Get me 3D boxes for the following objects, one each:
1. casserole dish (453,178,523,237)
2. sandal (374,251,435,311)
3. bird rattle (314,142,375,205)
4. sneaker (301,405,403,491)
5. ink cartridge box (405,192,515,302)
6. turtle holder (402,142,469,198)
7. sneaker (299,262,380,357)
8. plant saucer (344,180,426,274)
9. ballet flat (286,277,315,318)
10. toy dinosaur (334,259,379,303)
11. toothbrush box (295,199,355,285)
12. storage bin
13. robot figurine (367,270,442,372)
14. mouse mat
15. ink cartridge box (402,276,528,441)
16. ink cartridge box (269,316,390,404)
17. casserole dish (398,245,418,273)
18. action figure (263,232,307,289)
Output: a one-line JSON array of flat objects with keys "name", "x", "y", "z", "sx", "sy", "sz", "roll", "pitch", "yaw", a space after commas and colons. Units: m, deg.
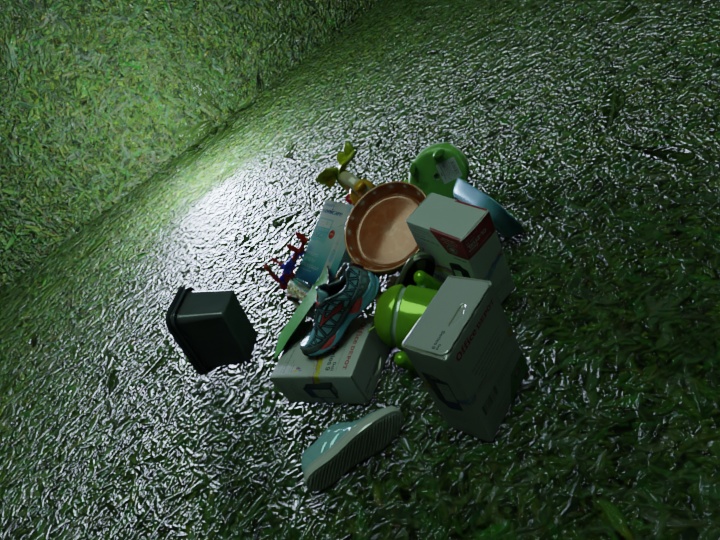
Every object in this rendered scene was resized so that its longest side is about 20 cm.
[{"name": "casserole dish", "x": 0.264, "y": -0.130, "z": 1.155, "sx": 0.039, "sy": 0.120, "sz": 0.200, "roll": -51, "pitch": 33, "yaw": 9}, {"name": "sandal", "x": 0.088, "y": 0.026, "z": 1.073, "sx": 0.078, "sy": 0.202, "sz": 0.058, "roll": 2, "pitch": 49, "yaw": -27}, {"name": "bird rattle", "x": -0.008, "y": -0.177, "z": 1.253, "sx": 0.112, "sy": 0.201, "sz": 0.163, "roll": -42, "pitch": 43, "yaw": -5}, {"name": "sneaker", "x": -0.022, "y": 0.279, "z": 0.920, "sx": 0.198, "sy": 0.075, "sz": 0.082, "roll": -33, "pitch": 37, "yaw": -3}, {"name": "ink cartridge box", "x": 0.189, "y": -0.030, "z": 1.015, "sx": 0.083, "sy": 0.202, "sz": 0.145, "roll": -45, "pitch": 40, "yaw": -17}, {"name": "turtle holder", "x": 0.188, "y": -0.231, "z": 1.350, "sx": 0.187, "sy": 0.139, "sz": 0.132, "roll": -57, "pitch": 0, "yaw": 31}, {"name": "sneaker", "x": -0.057, "y": 0.067, "z": 1.010, "sx": 0.201, "sy": 0.095, "sz": 0.079, "roll": -50, "pitch": 24, "yaw": 5}, {"name": "plant saucer", "x": 0.059, "y": -0.087, "z": 1.117, "sx": 0.196, "sy": 0.032, "sz": 0.205, "roll": -12, "pitch": 64, "yaw": 24}, {"name": "ballet flat", "x": -0.116, "y": 0.074, "z": 1.266, "sx": 0.199, "sy": 0.075, "sz": 0.065, "roll": 27, "pitch": 95, "yaw": 56}, {"name": "toy dinosaur", "x": 0.000, "y": 0.000, "z": 1.171, "sx": 0.085, "sy": 0.134, "sz": 0.204, "roll": 1, "pitch": 66, "yaw": 54}, {"name": "toothbrush box", "x": -0.050, "y": -0.049, "z": 1.266, "sx": 0.145, "sy": 0.085, "sz": 0.204, "roll": 20, "pitch": 85, "yaw": 49}, {"name": "storage bin", "x": -0.328, "y": 0.128, "z": 1.255, "sx": 0.131, "sy": 0.203, "sz": 0.147, "roll": -6, "pitch": 40, "yaw": 15}, {"name": "robot figurine", "x": 0.112, "y": 0.091, "z": 0.980, "sx": 0.195, "sy": 0.116, "sz": 0.179, "roll": 10, "pitch": 75, "yaw": 17}, {"name": "mouse mat", "x": -0.122, "y": 0.085, "z": 1.139, "sx": 0.202, "sy": 0.007, "sz": 0.161, "roll": -56, "pitch": 11, "yaw": 9}, {"name": "ink cartridge box", "x": 0.165, "y": 0.132, "z": 0.826, "sx": 0.086, "sy": 0.202, "sz": 0.146, "roll": 10, "pitch": 51, "yaw": 44}, {"name": "ink cartridge box", "x": -0.057, "y": 0.175, "z": 1.063, "sx": 0.196, "sy": 0.088, "sz": 0.147, "roll": -6, "pitch": 42, "yaw": 32}, {"name": "casserole dish", "x": 0.167, "y": -0.045, "z": 1.147, "sx": 0.198, "sy": 0.121, "sz": 0.039, "roll": -35, "pitch": 71, "yaw": -6}, {"name": "action figure", "x": -0.194, "y": -0.024, "z": 1.330, "sx": 0.098, "sy": 0.201, "sz": 0.066, "roll": 31, "pitch": 52, "yaw": 6}]
